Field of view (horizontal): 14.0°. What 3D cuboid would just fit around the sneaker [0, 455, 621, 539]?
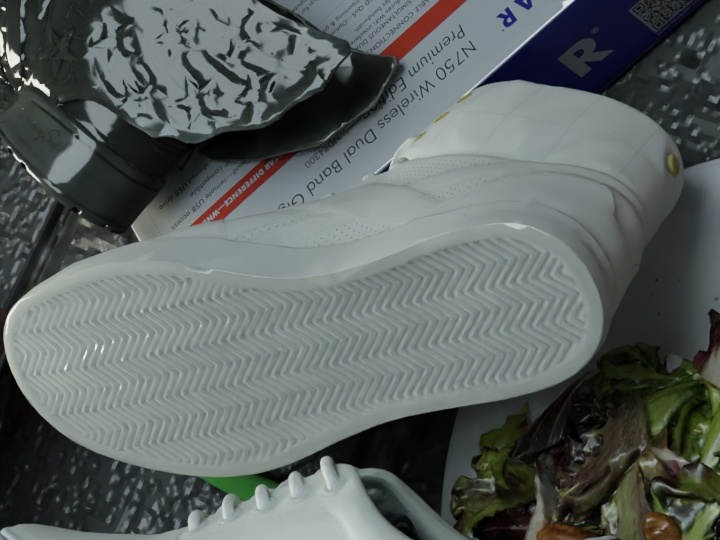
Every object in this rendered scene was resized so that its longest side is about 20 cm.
[{"bbox_3d":[-0.014,0.088,0.843,0.200,0.073,0.071,9,89,18],"label":"sneaker"}]

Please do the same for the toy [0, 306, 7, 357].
[{"bbox_3d":[-0.193,0.079,0.957,0.047,0.115,0.200,31,80,7],"label":"toy"}]

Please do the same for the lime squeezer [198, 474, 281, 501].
[{"bbox_3d":[-0.014,0.112,0.900,0.071,0.038,0.200,-33,60,16],"label":"lime squeezer"}]

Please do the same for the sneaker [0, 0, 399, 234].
[{"bbox_3d":[-0.085,-0.090,0.948,0.104,0.060,0.200,-50,59,12],"label":"sneaker"}]

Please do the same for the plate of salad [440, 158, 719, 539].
[{"bbox_3d":[0.105,0.057,0.836,0.200,0.048,0.200,-11,68,29],"label":"plate of salad"}]

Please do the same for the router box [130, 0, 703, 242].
[{"bbox_3d":[-0.009,-0.097,0.965,0.200,0.049,0.180,-41,56,15],"label":"router box"}]

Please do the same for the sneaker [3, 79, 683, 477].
[{"bbox_3d":[0.000,0.000,0.873,0.200,0.116,0.074,-8,112,29],"label":"sneaker"}]
